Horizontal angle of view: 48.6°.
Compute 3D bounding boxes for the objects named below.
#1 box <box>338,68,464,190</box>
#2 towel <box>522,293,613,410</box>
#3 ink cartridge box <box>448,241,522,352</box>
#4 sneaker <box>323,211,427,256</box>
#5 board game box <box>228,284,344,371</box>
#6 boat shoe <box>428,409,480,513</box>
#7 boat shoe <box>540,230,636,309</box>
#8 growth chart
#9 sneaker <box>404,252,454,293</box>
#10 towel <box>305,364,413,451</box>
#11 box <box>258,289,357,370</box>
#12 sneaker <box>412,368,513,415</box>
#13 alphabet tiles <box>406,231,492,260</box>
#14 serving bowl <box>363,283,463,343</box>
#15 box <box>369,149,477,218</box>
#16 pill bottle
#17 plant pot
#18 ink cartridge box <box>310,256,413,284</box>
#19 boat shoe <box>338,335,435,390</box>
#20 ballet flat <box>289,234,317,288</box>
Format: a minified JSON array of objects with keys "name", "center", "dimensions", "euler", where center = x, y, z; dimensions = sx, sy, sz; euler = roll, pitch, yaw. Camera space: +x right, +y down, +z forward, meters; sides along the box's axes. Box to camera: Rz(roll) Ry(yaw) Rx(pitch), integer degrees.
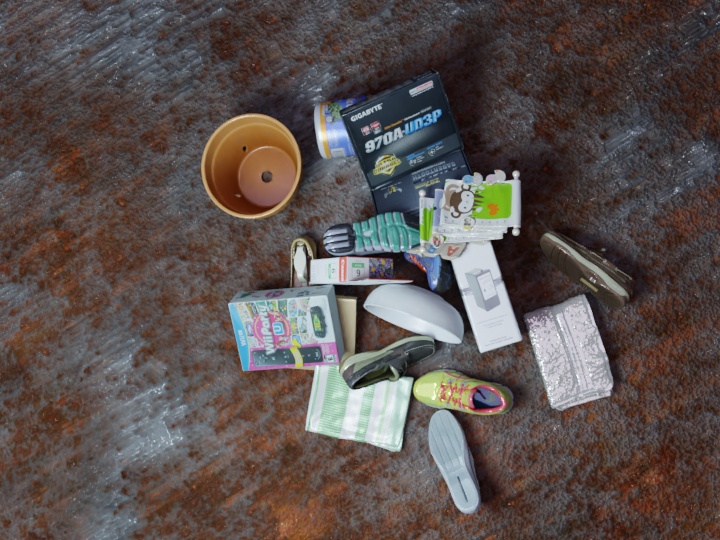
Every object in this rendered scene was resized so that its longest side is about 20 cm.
[{"name":"box","center":[0.078,-0.265,1.506],"dimensions":[0.198,0.046,0.160],"euler":[-23,115,0]},{"name":"towel","center":[0.403,0.160,1.543],"dimensions":[0.131,0.034,0.202],"euler":[-18,85,6]},{"name":"ink cartridge box","center":[0.235,0.046,1.516],"dimensions":[0.083,0.146,0.202],"euler":[-17,84,6]},{"name":"sneaker","center":[0.028,-0.063,1.491],"dimensions":[0.197,0.088,0.075],"euler":[-4,80,-5]},{"name":"board game box","center":[-0.141,0.112,1.547],"dimensions":[0.197,0.064,0.149],"euler":[-5,110,13]},{"name":"boat shoe","center":[0.182,0.374,1.548],"dimensions":[0.073,0.067,0.202],"euler":[-18,63,11]},{"name":"boat shoe","center":[0.440,-0.014,1.538],"dimensions":[0.202,0.075,0.075],"euler":[42,69,9]},{"name":"growth chart","center":[0.198,-0.112,1.447],"dimensions":[0.197,0.018,0.146],"euler":[-9,68,10]},{"name":"sneaker","center":[0.126,-0.027,1.541],"dimensions":[0.078,0.075,0.201],"euler":[-27,42,14]},{"name":"towel","center":[-0.004,0.269,1.587],"dimensions":[0.197,0.023,0.155],"euler":[10,97,7]},{"name":"box","center":[-0.105,0.123,1.591],"dimensions":[0.197,0.021,0.166],"euler":[4,111,8]},{"name":"sneaker","center":[0.197,0.237,1.540],"dimensions":[0.197,0.090,0.079],"euler":[4,89,9]},{"name":"alphabet tiles","center":[0.172,-0.098,1.510],"dimensions":[0.198,0.015,0.196],"euler":[11,51,35]},{"name":"serving bowl","center":[0.108,0.072,1.510],"dimensions":[0.198,0.200,0.066],"euler":[20,81,8]},{"name":"box","center":[0.119,-0.163,1.548],"dimensions":[0.198,0.051,0.159],"euler":[-18,46,8]},{"name":"pill bottle","center":[0.015,-0.289,1.580],"dimensions":[0.197,0.112,0.114],"euler":[-7,86,7]},{"name":"plant pot","center":[-0.200,-0.198,1.591],"dimensions":[0.197,0.140,0.203],"euler":[0,88,8]},{"name":"ink cartridge box","center":[0.000,0.000,1.514],"dimensions":[0.108,0.199,0.051],"euler":[2,86,-34]},{"name":"boat shoe","center":[0.059,0.185,1.545],"dimensions":[0.198,0.072,0.066],"euler":[-14,50,-14]},{"name":"ballet flat","center":[-0.119,0.029,1.607],"dimensions":[0.068,0.063,0.203],"euler":[-5,87,8]}]
